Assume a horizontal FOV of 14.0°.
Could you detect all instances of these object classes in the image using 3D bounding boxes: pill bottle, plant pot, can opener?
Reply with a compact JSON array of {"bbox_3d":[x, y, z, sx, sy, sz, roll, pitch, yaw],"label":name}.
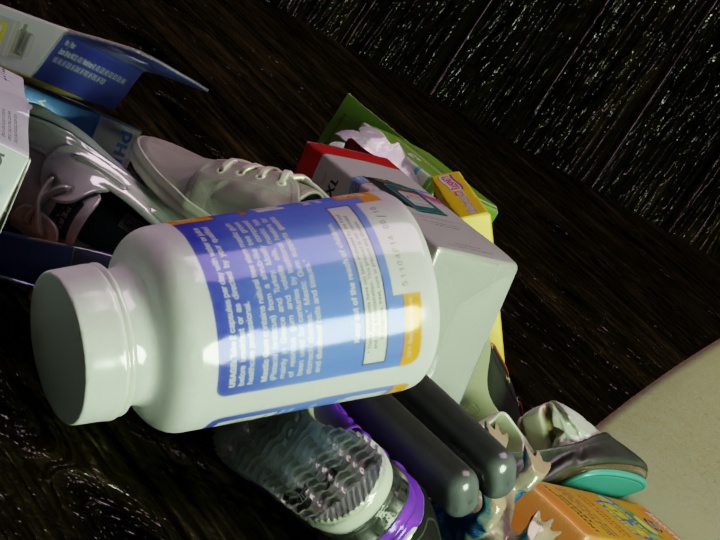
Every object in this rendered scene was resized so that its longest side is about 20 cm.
[{"bbox_3d":[-0.068,0.025,1.560,0.200,0.112,0.112,-9,30,-25],"label":"pill bottle"},{"bbox_3d":[0.290,0.150,2.014,0.200,0.177,0.200,39,-5,31],"label":"plant pot"},{"bbox_3d":[0.013,0.083,1.689,0.053,0.067,0.200,-23,45,-27],"label":"can opener"}]

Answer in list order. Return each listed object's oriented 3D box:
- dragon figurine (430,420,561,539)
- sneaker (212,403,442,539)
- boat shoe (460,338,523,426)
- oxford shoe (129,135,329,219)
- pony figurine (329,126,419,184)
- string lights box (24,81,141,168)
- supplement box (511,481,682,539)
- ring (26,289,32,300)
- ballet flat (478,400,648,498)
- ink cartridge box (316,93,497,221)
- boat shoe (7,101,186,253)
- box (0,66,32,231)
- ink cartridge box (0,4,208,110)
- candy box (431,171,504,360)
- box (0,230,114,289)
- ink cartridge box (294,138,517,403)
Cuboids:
[{"bbox_3d":[0.061,0.155,1.697,0.059,0.099,0.200,31,28,-22],"label":"dragon figurine"},{"bbox_3d":[-0.012,0.121,1.633,0.100,0.070,0.200,44,0,-29],"label":"sneaker"},{"bbox_3d":[0.057,0.069,1.911,0.063,0.074,0.202,-110,174,-54],"label":"boat shoe"},{"bbox_3d":[-0.059,-0.039,1.757,0.200,0.058,0.075,33,16,35],"label":"oxford shoe"},{"bbox_3d":[-0.013,-0.001,2.010,0.193,0.166,0.200,61,-5,8],"label":"pony figurine"},{"bbox_3d":[-0.251,-0.102,1.853,0.200,0.059,0.103,20,3,-33],"label":"string lights box"},{"bbox_3d":[0.140,0.178,1.837,0.067,0.069,0.200,41,9,26],"label":"supplement box"},{"bbox_3d":[-0.205,-0.015,1.800,0.200,0.019,0.200,34,8,-6],"label":"ring"},{"bbox_3d":[0.113,0.119,1.870,0.200,0.068,0.069,-4,72,-50],"label":"ballet flat"},{"bbox_3d":[-0.013,-0.039,2.188,0.076,0.148,0.200,22,13,-46],"label":"ink cartridge box"},{"bbox_3d":[-0.172,-0.042,1.764,0.200,0.074,0.065,25,17,-11],"label":"boat shoe"},{"bbox_3d":[-0.276,-0.083,1.601,0.176,0.097,0.200,25,11,-15],"label":"box"},{"bbox_3d":[-0.210,-0.139,1.803,0.200,0.047,0.198,23,1,10],"label":"ink cartridge box"},{"bbox_3d":[0.077,0.041,2.013,0.026,0.200,0.102,-10,19,-10],"label":"candy box"},{"bbox_3d":[-0.133,0.009,1.657,0.200,0.032,0.121,14,-2,-32],"label":"box"},{"bbox_3d":[0.000,0.000,1.802,0.067,0.116,0.200,11,18,-37],"label":"ink cartridge box"}]
